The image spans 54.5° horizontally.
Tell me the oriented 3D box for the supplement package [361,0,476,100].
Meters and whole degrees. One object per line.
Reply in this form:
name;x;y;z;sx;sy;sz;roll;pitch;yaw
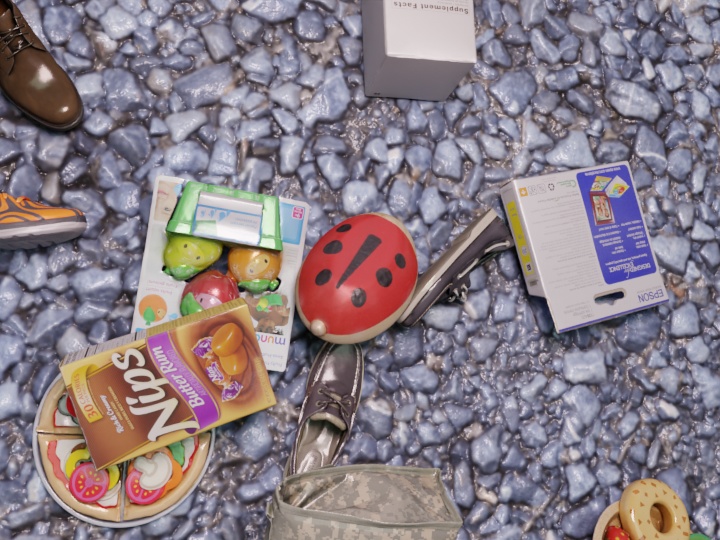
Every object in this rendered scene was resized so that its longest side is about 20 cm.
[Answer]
supplement package;0.070;-0.338;0.897;0.118;0.121;0.204;0;81;-13

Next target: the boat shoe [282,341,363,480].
boat shoe;-0.038;0.172;0.815;0.071;0.065;0.203;22;77;-8

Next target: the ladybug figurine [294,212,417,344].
ladybug figurine;0.000;0.000;0.817;0.134;0.072;0.201;27;50;7

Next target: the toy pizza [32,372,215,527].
toy pizza;-0.262;0.181;0.780;0.196;0.032;0.204;2;80;-13

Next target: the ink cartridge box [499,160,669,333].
ink cartridge box;0.299;-0.034;0.930;0.195;0.047;0.204;-11;84;-23

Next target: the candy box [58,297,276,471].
candy box;-0.200;0.117;0.745;0.197;0.056;0.119;-18;102;-13

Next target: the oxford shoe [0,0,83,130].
oxford shoe;-0.393;-0.247;0.796;0.072;0.084;0.201;-40;93;-18

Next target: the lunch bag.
lunch bag;-0.012;0.302;0.749;0.196;0.118;0.167;6;108;-13

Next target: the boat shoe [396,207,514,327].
boat shoe;0.123;0.007;0.877;0.063;0.073;0.200;46;69;-5

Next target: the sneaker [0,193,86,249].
sneaker;-0.406;-0.082;0.767;0.196;0.078;0.114;-4;82;-13

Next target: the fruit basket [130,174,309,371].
fruit basket;-0.160;0.004;0.803;0.182;0.094;0.204;10;82;-11

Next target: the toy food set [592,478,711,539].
toy food set;0.369;0.372;0.849;0.199;0.049;0.199;-27;71;-38
